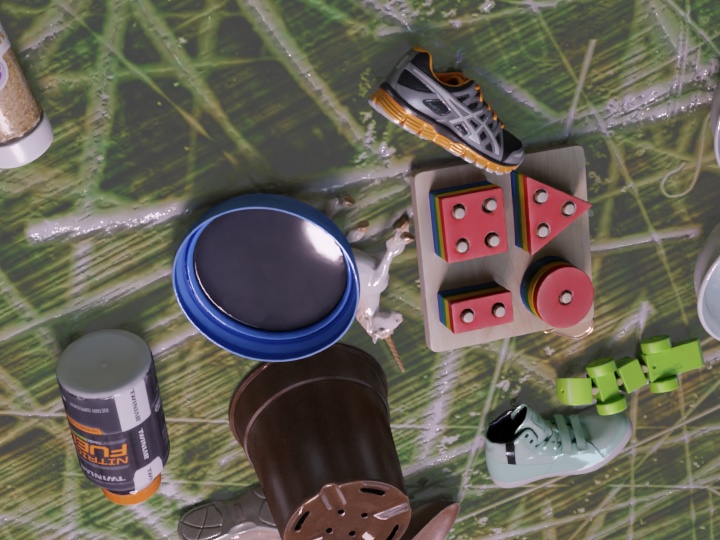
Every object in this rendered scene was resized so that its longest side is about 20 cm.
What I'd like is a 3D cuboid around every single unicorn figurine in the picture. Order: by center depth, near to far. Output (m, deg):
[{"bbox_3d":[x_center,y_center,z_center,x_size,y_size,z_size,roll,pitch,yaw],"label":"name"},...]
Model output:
[{"bbox_3d":[0.000,0.000,1.453,0.199,0.074,0.138,28,118,-17],"label":"unicorn figurine"}]

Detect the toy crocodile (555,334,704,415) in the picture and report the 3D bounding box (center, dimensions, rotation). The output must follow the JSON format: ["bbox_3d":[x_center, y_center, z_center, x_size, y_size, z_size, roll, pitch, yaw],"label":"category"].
[{"bbox_3d":[0.344,0.130,1.684,0.198,0.062,0.068,-20,97,-9],"label":"toy crocodile"}]

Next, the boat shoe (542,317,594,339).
[{"bbox_3d":[0.214,0.038,1.551,0.074,0.069,0.199,-42,129,18],"label":"boat shoe"}]

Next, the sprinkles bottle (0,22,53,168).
[{"bbox_3d":[-0.339,-0.186,1.169,0.068,0.069,0.201,-20,132,-2],"label":"sprinkles bottle"}]

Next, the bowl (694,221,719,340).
[{"bbox_3d":[0.476,-0.014,1.575,0.199,0.091,0.203,-10,131,-12],"label":"bowl"}]

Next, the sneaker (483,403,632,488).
[{"bbox_3d":[0.254,0.210,1.703,0.199,0.074,0.119,-20,139,1],"label":"sneaker"}]

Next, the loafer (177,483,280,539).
[{"bbox_3d":[-0.130,0.315,1.674,0.198,0.072,0.063,-13,145,0],"label":"loafer"}]

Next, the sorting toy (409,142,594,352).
[{"bbox_3d":[0.165,-0.020,1.428,0.197,0.070,0.202,-11,106,-14],"label":"sorting toy"}]

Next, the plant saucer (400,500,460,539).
[{"bbox_3d":[0.056,0.376,1.752,0.200,0.037,0.201,-44,160,-20],"label":"plant saucer"}]

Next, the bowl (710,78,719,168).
[{"bbox_3d":[0.457,-0.189,1.431,0.199,0.091,0.202,-10,132,-11],"label":"bowl"}]

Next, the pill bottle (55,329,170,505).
[{"bbox_3d":[-0.269,0.171,1.470,0.105,0.107,0.201,-12,132,-9],"label":"pill bottle"}]

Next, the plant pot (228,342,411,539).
[{"bbox_3d":[-0.039,0.222,1.532,0.198,0.199,0.202,-9,131,-11],"label":"plant pot"}]

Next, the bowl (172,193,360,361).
[{"bbox_3d":[-0.097,0.007,1.396,0.198,0.040,0.202,3,126,5],"label":"bowl"}]

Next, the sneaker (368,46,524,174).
[{"bbox_3d":[0.102,-0.159,1.346,0.199,0.078,0.078,21,102,-39],"label":"sneaker"}]
